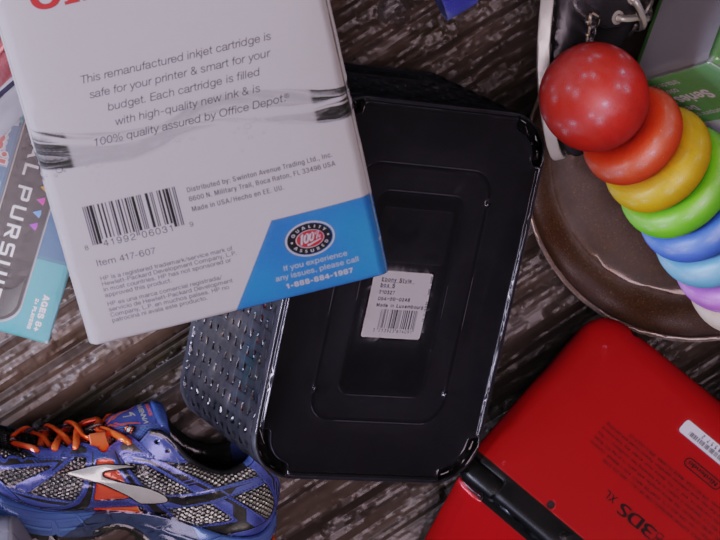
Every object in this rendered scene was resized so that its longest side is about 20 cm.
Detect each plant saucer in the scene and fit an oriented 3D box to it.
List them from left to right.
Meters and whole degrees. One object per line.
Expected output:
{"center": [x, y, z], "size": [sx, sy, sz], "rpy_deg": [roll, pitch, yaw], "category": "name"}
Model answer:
{"center": [0.183, -0.061, 1.536], "size": [0.200, 0.032, 0.200], "rpy_deg": [-2, 104, -7], "category": "plant saucer"}

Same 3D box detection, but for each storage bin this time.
{"center": [0.000, 0.000, 1.473], "size": [0.135, 0.094, 0.200], "rpy_deg": [4, 104, -31], "category": "storage bin"}

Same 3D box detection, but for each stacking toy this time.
{"center": [0.159, -0.050, 1.441], "size": [0.085, 0.085, 0.200], "rpy_deg": [-44, 130, 5], "category": "stacking toy"}

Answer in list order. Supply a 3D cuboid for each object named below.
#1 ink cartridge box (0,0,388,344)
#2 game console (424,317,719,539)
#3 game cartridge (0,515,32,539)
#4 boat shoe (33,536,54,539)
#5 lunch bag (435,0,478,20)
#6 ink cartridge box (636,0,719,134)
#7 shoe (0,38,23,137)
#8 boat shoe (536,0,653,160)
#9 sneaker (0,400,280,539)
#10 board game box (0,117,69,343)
{"center": [-0.080, -0.083, 1.307], "size": [0.146, 0.084, 0.200], "rpy_deg": [-13, 120, -1], "category": "ink cartridge box"}
{"center": [0.150, 0.156, 1.530], "size": [0.200, 0.119, 0.172], "rpy_deg": [40, 81, 13], "category": "game console"}
{"center": [-0.226, 0.192, 1.491], "size": [0.133, 0.041, 0.200], "rpy_deg": [1, 143, -5], "category": "game cartridge"}
{"center": [-0.237, 0.143, 1.513], "size": [0.200, 0.069, 0.072], "rpy_deg": [29, 99, -13], "category": "boat shoe"}
{"center": [-0.003, -0.207, 1.406], "size": [0.094, 0.151, 0.200], "rpy_deg": [-35, 107, -8], "category": "lunch bag"}
{"center": [0.259, -0.119, 1.466], "size": [0.200, 0.084, 0.145], "rpy_deg": [27, 74, -21], "category": "ink cartridge box"}
{"center": [-0.197, -0.105, 1.365], "size": [0.200, 0.071, 0.091], "rpy_deg": [-41, 102, -1], "category": "shoe"}
{"center": [0.125, -0.155, 1.462], "size": [0.060, 0.074, 0.200], "rpy_deg": [4, 81, 9], "category": "boat shoe"}
{"center": [-0.133, 0.100, 1.514], "size": [0.200, 0.075, 0.079], "rpy_deg": [14, 108, -20], "category": "sneaker"}
{"center": [-0.231, -0.064, 1.429], "size": [0.200, 0.047, 0.151], "rpy_deg": [16, 102, -10], "category": "board game box"}
